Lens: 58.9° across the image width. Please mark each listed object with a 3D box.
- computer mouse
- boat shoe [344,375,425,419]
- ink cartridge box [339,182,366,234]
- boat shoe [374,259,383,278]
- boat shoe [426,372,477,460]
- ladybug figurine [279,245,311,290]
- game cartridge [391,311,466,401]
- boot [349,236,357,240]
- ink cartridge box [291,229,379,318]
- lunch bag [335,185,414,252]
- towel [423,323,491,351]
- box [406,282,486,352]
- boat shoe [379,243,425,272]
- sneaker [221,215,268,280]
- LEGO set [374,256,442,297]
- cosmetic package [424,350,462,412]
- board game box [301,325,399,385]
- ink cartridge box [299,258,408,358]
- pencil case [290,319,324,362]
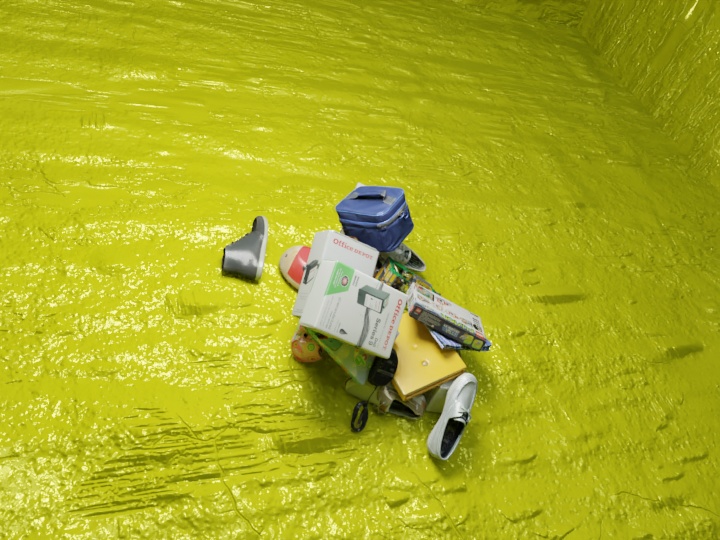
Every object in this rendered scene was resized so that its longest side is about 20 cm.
[{"bbox_3d":[0.026,0.263,1.422,0.058,0.204,0.034,26,1,-34],"label":"computer mouse"},{"bbox_3d":[0.058,0.290,1.468,0.194,0.076,0.070,11,49,-7],"label":"boat shoe"},{"bbox_3d":[0.025,-0.141,1.849,0.143,0.085,0.203,21,44,-5],"label":"ink cartridge box"},{"bbox_3d":[0.031,0.007,1.721,0.195,0.073,0.073,15,44,-12],"label":"boat shoe"},{"bbox_3d":[0.218,0.332,1.431,0.069,0.071,0.205,29,84,-19],"label":"boat shoe"},{"bbox_3d":[-0.118,0.000,1.658,0.196,0.073,0.137,29,43,2],"label":"ladybug figurine"},{"bbox_3d":[0.125,0.190,1.498,0.172,0.033,0.201,-18,50,-20],"label":"game cartridge"},{"bbox_3d":[0.000,0.000,1.587,0.075,0.160,0.200,-13,14,-8],"label":"boot"},{"bbox_3d":[-0.056,0.029,1.463,0.142,0.083,0.205,21,79,-29],"label":"ink cartridge box"},{"bbox_3d":[0.039,-0.142,1.649,0.196,0.135,0.136,8,43,39],"label":"lunch bag"},{"bbox_3d":[0.226,0.137,1.554,0.197,0.024,0.146,10,35,-45],"label":"towel"},{"bbox_3d":[0.203,0.109,1.515,0.196,0.035,0.111,28,25,-12],"label":"box"},{"bbox_3d":[0.111,-0.048,1.750,0.066,0.076,0.198,9,-10,43],"label":"boat shoe"},{"bbox_3d":[-0.297,-0.073,1.638,0.103,0.075,0.204,13,46,-17],"label":"sneaker"},{"bbox_3d":[0.105,0.068,1.653,0.197,0.117,0.155,29,16,-22],"label":"LEGO set"},{"bbox_3d":[0.195,0.233,1.564,0.082,0.109,0.203,9,45,-16],"label":"cosmetic package"},{"bbox_3d":[-0.019,0.129,1.417,0.201,0.036,0.152,48,68,-23],"label":"board game box"},{"bbox_3d":[-0.011,0.082,1.351,0.197,0.083,0.150,25,80,-29],"label":"ink cartridge box"},{"bbox_3d":[-0.108,0.125,1.537,0.085,0.088,0.202,22,43,-4],"label":"pencil case"}]
